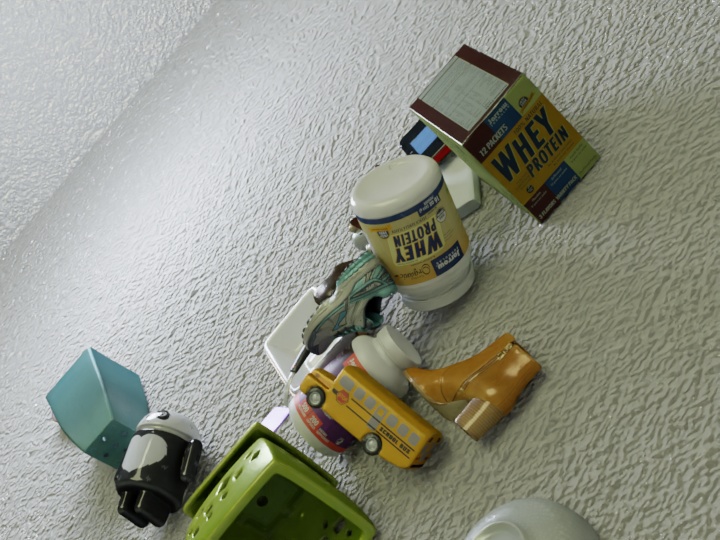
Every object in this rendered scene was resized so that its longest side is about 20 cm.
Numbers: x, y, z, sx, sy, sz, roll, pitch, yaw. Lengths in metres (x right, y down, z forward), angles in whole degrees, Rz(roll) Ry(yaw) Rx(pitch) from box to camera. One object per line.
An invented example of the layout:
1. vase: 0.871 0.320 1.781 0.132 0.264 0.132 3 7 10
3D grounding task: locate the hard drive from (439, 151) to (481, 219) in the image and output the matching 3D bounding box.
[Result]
1. hard drive: 0.143 -0.148 1.890 0.131 0.026 0.201 -33 35 29

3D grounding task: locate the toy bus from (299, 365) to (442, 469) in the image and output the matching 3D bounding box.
1. toy bus: 0.011 0.199 1.554 0.199 0.065 0.079 37 97 22

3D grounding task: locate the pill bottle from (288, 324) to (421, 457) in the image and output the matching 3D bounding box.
1. pill bottle: -0.006 0.176 1.661 0.200 0.112 0.113 -44 31 13

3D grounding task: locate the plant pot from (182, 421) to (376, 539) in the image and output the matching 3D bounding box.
1. plant pot: -0.127 0.347 1.570 0.200 0.199 0.182 -50 24 3

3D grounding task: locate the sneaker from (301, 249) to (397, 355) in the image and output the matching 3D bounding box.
1. sneaker: -0.017 0.068 1.667 0.077 0.086 0.201 -29 -22 -53

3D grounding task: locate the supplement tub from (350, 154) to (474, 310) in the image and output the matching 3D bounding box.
1. supplement tub: 0.083 -0.055 1.672 0.143 0.201 0.145 -20 29 12

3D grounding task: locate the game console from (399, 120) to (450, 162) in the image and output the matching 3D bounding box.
1. game console: 0.148 -0.260 1.957 0.177 0.031 0.200 -42 20 6

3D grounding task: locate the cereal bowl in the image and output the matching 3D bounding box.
1. cereal bowl: 0.175 0.345 1.270 0.199 0.083 0.201 -34 34 26

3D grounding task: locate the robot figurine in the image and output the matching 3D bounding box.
1. robot figurine: -0.352 0.341 1.936 0.125 0.149 0.202 102 -177 -56

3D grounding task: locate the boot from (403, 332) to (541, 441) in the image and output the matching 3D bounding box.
1. boot: 0.156 0.141 1.538 0.144 0.071 0.201 -48 33 -6

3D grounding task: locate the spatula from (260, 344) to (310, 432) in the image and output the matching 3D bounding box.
1. spatula: -0.107 0.175 1.731 0.056 0.021 0.201 -3 56 53

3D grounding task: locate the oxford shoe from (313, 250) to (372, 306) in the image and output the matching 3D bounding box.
1. oxford shoe: 0.000 0.000 1.811 0.084 0.073 0.199 18 38 40

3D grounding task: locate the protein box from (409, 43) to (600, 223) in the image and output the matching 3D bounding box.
1. protein box: 0.215 -0.210 1.687 0.135 0.198 0.200 -48 31 4

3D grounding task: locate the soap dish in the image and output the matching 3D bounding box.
1. soap dish: -0.066 0.128 1.823 0.158 0.081 0.200 -49 30 3

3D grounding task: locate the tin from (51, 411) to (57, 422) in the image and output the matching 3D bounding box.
1. tin: -0.603 0.288 2.418 0.199 0.042 0.113 -3 59 52

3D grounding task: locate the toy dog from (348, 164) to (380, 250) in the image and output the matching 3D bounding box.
1. toy dog: 0.029 -0.111 1.887 0.200 0.096 0.132 -48 9 25

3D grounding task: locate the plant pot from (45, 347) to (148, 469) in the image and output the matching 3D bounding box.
1. plant pot: -0.507 0.285 2.198 0.142 0.141 0.200 -47 38 6
